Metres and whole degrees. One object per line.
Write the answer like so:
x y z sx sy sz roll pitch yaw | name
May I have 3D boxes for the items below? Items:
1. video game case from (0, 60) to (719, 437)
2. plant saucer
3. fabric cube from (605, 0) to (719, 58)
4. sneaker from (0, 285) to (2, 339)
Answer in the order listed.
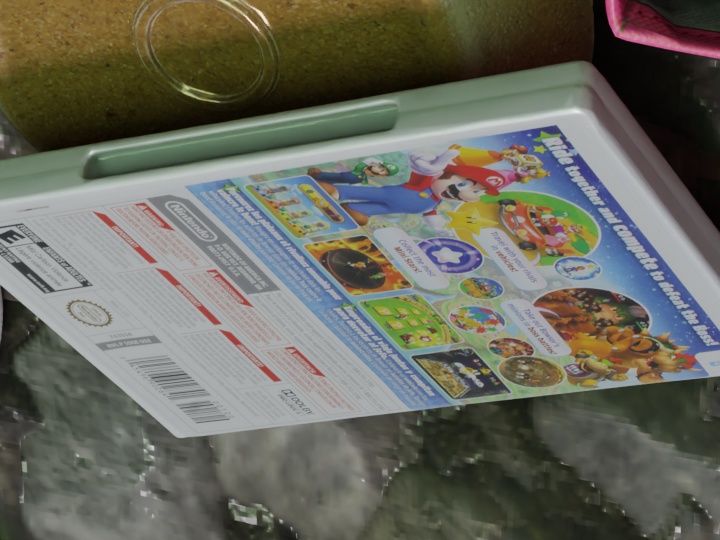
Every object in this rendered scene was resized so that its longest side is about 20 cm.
0.000 0.000 0.807 0.199 0.018 0.143 -8 148 27 | video game case
-0.037 -0.070 0.793 0.199 0.036 0.201 13 135 13 | plant saucer
0.172 -0.158 0.590 0.199 0.199 0.197 10 118 20 | fabric cube
-0.162 0.063 0.907 0.075 0.089 0.201 15 119 -3 | sneaker
